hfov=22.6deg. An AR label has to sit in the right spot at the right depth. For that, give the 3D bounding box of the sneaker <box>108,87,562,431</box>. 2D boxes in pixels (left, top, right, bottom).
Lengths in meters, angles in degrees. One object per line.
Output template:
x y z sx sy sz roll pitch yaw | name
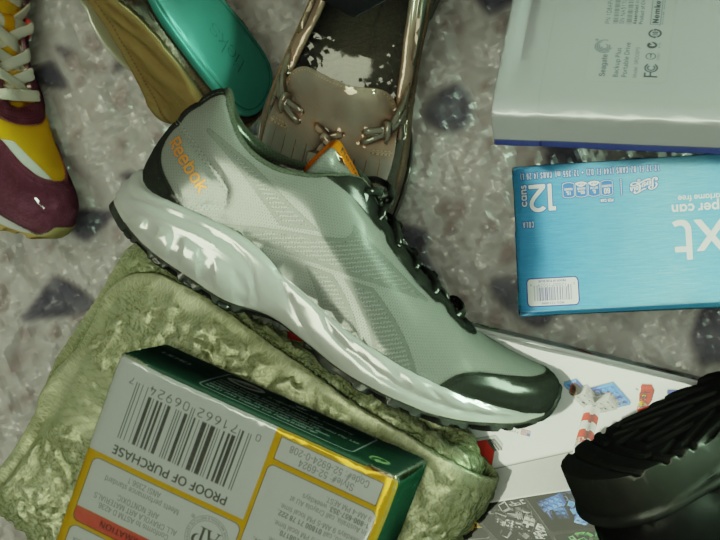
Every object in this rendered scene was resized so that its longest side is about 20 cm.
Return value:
0.000 0.000 0.730 0.200 0.074 0.079 32 95 -7 | sneaker

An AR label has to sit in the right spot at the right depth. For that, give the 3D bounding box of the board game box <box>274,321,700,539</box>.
0.050 0.088 0.791 0.199 0.035 0.127 14 93 13 | board game box

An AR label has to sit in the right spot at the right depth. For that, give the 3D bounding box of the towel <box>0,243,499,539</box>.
-0.055 0.094 0.780 0.200 0.036 0.149 30 98 13 | towel

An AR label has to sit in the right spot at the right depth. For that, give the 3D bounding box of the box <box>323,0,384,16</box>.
0.028 -0.202 0.659 0.200 0.115 0.133 -21 53 44 | box

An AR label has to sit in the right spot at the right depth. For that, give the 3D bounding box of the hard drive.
0.162 -0.100 0.737 0.199 0.025 0.132 3 50 13 | hard drive

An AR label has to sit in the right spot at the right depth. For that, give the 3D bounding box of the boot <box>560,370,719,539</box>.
0.190 0.111 0.733 0.211 0.079 0.158 -24 101 -11 | boot

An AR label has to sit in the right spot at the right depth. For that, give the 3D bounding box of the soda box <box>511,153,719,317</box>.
0.166 -0.017 0.749 0.199 0.068 0.064 -2 89 13 | soda box

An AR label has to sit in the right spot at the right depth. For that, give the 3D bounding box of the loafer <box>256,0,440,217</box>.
-0.005 -0.090 0.779 0.072 0.063 0.201 15 83 8 | loafer

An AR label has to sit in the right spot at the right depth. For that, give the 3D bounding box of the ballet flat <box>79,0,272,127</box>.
-0.109 -0.135 0.770 0.063 0.200 0.069 0 44 37 | ballet flat

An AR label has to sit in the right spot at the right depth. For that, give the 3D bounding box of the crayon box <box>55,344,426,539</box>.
-0.068 0.147 0.741 0.125 0.052 0.201 23 98 14 | crayon box

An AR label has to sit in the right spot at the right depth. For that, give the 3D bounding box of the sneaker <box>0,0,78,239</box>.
-0.180 -0.108 0.828 0.090 0.075 0.200 -40 82 15 | sneaker
